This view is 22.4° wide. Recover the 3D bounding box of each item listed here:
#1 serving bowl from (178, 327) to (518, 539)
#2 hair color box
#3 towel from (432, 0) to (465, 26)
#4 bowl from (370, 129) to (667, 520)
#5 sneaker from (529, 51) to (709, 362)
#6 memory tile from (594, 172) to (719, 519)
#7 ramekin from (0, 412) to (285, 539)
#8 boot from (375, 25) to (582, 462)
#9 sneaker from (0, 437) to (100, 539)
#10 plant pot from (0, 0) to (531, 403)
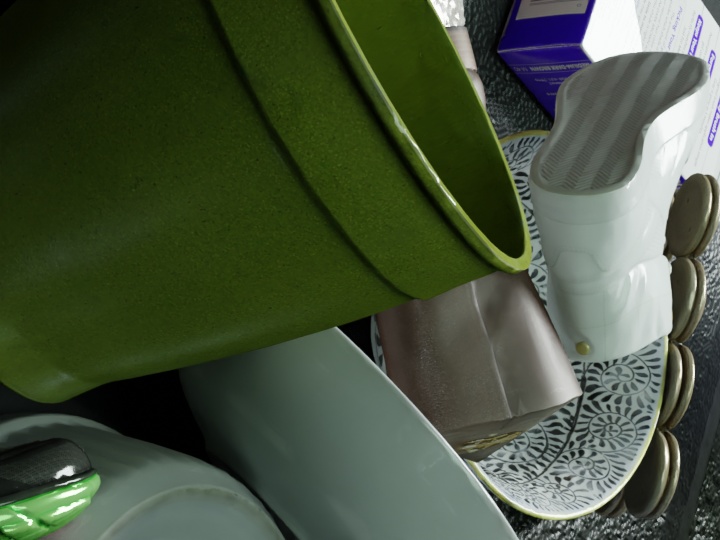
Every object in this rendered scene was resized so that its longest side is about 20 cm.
[{"bbox_3d":[-0.016,0.088,0.804,0.066,0.200,0.200,-42,127,-13],"label":"serving bowl"},{"bbox_3d":[0.168,-0.124,1.118,0.200,0.065,0.109,42,59,-42],"label":"hair color box"},{"bbox_3d":[-0.002,-0.097,0.925,0.200,0.034,0.133,-29,114,-48],"label":"towel"},{"bbox_3d":[0.068,0.031,0.961,0.201,0.094,0.201,8,78,-47],"label":"bowl"},{"bbox_3d":[0.132,-0.032,0.928,0.200,0.074,0.116,-50,139,-53],"label":"sneaker"},{"bbox_3d":[0.163,0.047,1.066,0.017,0.153,0.200,14,79,-13],"label":"memory tile"},{"bbox_3d":[-0.110,0.161,0.740,0.200,0.105,0.200,-3,94,-51],"label":"ramekin"},{"bbox_3d":[0.000,0.000,0.819,0.186,0.064,0.200,-14,89,-23],"label":"boot"},{"bbox_3d":[-0.184,0.062,0.620,0.200,0.077,0.084,5,74,-24],"label":"sneaker"},{"bbox_3d":[-0.068,-0.048,0.687,0.200,0.193,0.200,57,15,-24],"label":"plant pot"}]
